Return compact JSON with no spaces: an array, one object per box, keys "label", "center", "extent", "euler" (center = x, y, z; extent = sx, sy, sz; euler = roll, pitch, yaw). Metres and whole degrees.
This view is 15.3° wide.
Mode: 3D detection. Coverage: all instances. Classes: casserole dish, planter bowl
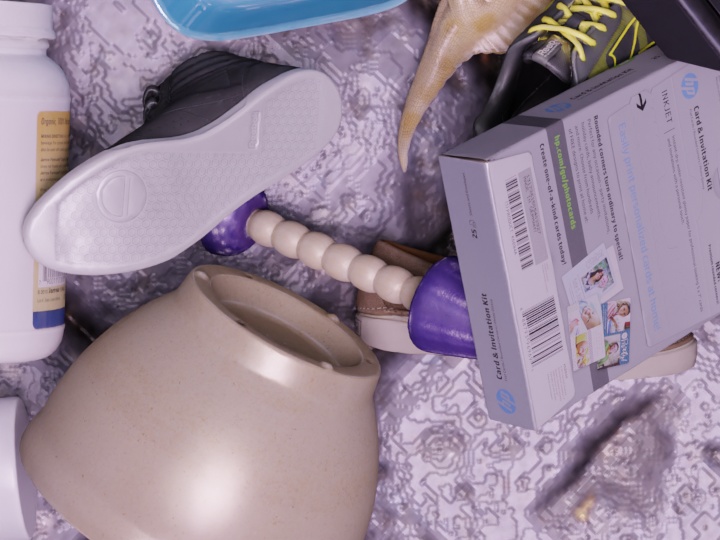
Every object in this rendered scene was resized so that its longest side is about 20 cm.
[{"label":"casserole dish","center":[-0.044,-0.199,1.513],"extent":[0.199,0.039,0.122],"euler":[-8,112,27]},{"label":"planter bowl","center":[-0.069,0.083,1.474],"extent":[0.200,0.200,0.135],"euler":[29,105,-1]}]

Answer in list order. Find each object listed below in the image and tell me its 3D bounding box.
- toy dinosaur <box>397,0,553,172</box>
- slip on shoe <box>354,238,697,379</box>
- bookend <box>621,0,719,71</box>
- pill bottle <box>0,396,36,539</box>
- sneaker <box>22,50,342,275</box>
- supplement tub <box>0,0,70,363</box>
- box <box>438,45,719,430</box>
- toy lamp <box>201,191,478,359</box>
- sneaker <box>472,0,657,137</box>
[{"label":"toy dinosaur","center":[0.060,-0.158,1.541],"extent":[0.101,0.058,0.200],"euler":[40,93,-3]},{"label":"slip on shoe","center":[0.097,0.022,1.546],"extent":[0.199,0.076,0.061],"euler":[7,100,7]},{"label":"bookend","center":[0.239,-0.165,1.428],"extent":[0.200,0.092,0.199],"euler":[-45,113,-8]},{"label":"pill bottle","center":[-0.291,0.123,1.535],"extent":[0.199,0.109,0.109],"euler":[-5,93,1]},{"label":"sneaker","center":[-0.114,-0.061,1.513],"extent":[0.200,0.099,0.071],"euler":[-30,115,-21]},{"label":"supplement tub","center":[-0.236,-0.052,1.506],"extent":[0.144,0.144,0.201],"euler":[2,93,0]},{"label":"box","center":[0.137,-0.025,1.465],"extent":[0.200,0.041,0.157],"euler":[-28,116,-35]},{"label":"toy lamp","center":[0.000,0.000,1.505],"extent":[0.199,0.058,0.058],"euler":[21,94,29]},{"label":"sneaker","center":[0.131,-0.126,1.504],"extent":[0.074,0.085,0.201],"euler":[27,88,23]}]
